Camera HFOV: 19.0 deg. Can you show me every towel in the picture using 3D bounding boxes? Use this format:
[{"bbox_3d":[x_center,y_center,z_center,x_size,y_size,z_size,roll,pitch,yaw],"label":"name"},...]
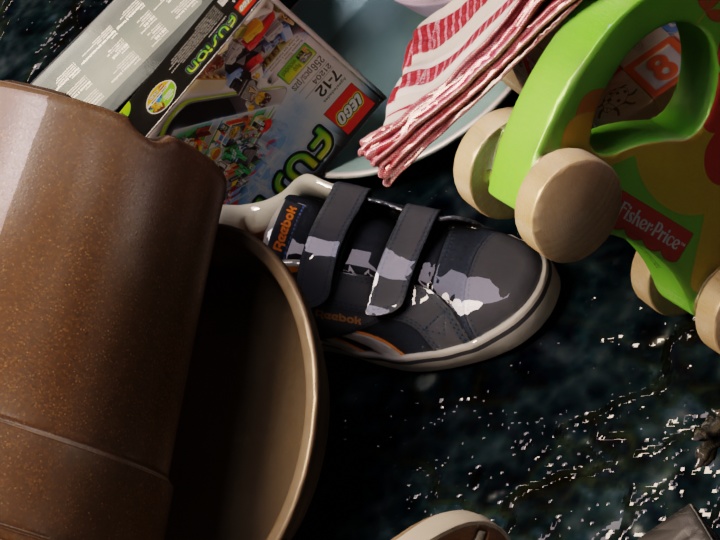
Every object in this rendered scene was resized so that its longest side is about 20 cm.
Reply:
[{"bbox_3d":[0.067,-0.125,0.986,0.144,0.023,0.200,-43,11,23],"label":"towel"}]

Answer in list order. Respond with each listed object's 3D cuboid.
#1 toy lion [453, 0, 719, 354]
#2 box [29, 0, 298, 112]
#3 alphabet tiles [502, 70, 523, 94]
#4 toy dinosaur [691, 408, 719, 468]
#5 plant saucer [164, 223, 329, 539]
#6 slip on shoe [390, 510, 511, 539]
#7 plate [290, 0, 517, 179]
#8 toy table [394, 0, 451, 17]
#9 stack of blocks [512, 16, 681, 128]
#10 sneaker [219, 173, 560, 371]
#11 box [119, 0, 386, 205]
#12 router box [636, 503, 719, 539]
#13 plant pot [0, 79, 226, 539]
[{"bbox_3d":[0.163,-0.072,0.940,0.193,0.199,0.069,-60,39,6],"label":"toy lion"},{"bbox_3d":[-0.114,-0.121,1.208,0.200,0.046,0.159,-44,-4,9],"label":"box"},{"bbox_3d":[0.154,-0.137,1.117,0.166,0.006,0.200,-39,46,-9],"label":"alphabet tiles"},{"bbox_3d":[0.193,0.053,0.913,0.087,0.048,0.201,12,61,26],"label":"toy dinosaur"},{"bbox_3d":[-0.082,0.077,1.058,0.199,0.029,0.202,-16,68,44],"label":"plant saucer"},{"bbox_3d":[-0.012,0.183,0.937,0.201,0.076,0.060,-54,30,-7],"label":"slip on shoe"},{"bbox_3d":[0.029,-0.125,1.212,0.199,0.026,0.201,-20,44,21],"label":"plate"},{"bbox_3d":[0.035,-0.217,1.131,0.199,0.117,0.185,-26,49,49],"label":"toy table"},{"bbox_3d":[0.179,-0.133,1.055,0.199,0.059,0.115,-34,45,-4],"label":"stack of blocks"},{"bbox_3d":[0.000,0.000,1.082,0.199,0.080,0.079,-2,52,34],"label":"sneaker"},{"bbox_3d":[-0.088,-0.050,1.142,0.200,0.110,0.035,-50,44,4],"label":"box"},{"bbox_3d":[0.116,0.207,0.826,0.149,0.051,0.201,-35,40,8],"label":"router box"},{"bbox_3d":[-0.158,0.028,1.005,0.199,0.200,0.200,8,77,41],"label":"plant pot"}]
